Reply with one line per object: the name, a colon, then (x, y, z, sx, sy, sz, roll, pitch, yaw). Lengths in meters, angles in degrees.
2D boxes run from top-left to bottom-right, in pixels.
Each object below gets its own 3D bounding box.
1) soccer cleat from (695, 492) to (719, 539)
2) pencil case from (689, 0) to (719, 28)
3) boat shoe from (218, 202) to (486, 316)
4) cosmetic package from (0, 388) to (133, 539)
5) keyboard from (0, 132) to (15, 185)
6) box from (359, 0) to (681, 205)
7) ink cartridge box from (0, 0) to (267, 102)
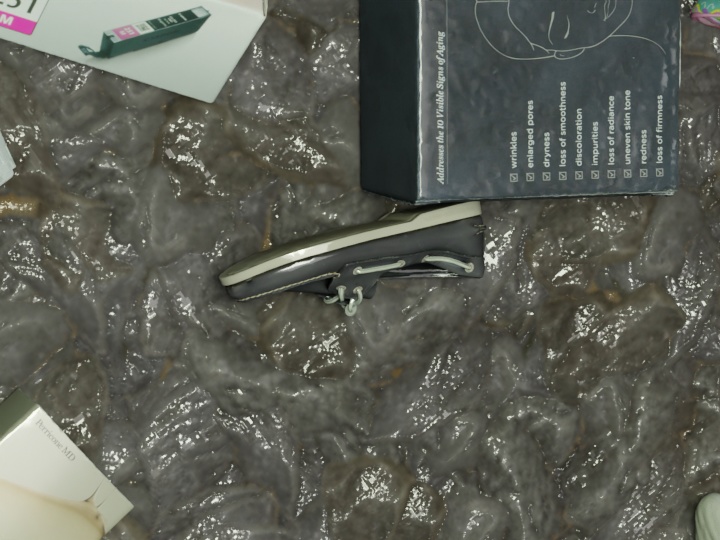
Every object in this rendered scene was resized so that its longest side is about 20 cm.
soccer cleat: (0.281, 0.266, 1.749, 0.078, 0.069, 0.200, -21, 105, -13)
pencil case: (0.296, -0.271, 1.682, 0.087, 0.087, 0.200, 9, 95, -20)
boat shoe: (0.000, 0.000, 1.618, 0.200, 0.073, 0.063, -16, 98, -22)
cosmetic package: (-0.262, 0.187, 1.548, 0.200, 0.073, 0.104, -45, 107, -9)
keyboard: (-0.281, -0.144, 1.518, 0.056, 0.011, 0.200, -44, 115, -57)
box: (0.109, -0.151, 1.611, 0.196, 0.124, 0.200, -3, 97, -20)
ink cartridge box: (-0.152, -0.204, 1.501, 0.200, 0.174, 0.044, 16, 48, -20)
